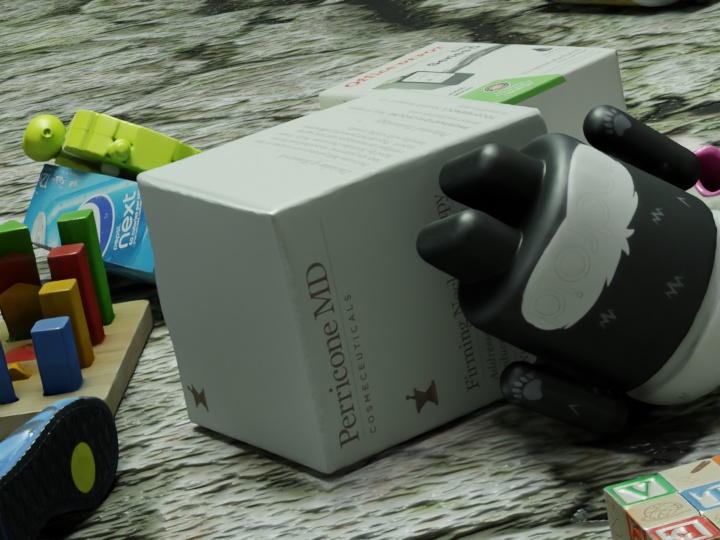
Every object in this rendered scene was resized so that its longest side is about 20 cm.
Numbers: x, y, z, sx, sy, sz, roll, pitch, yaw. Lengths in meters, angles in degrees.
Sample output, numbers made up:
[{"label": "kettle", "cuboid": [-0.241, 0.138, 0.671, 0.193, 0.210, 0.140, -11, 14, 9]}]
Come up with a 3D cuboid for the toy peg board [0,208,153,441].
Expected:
[{"label": "toy peg board", "cuboid": [-0.258, 0.037, 1.747, 0.199, 0.098, 0.199, -9, 17, 7]}]

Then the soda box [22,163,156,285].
[{"label": "soda box", "cuboid": [-0.169, -0.029, 1.917, 0.068, 0.064, 0.200, 23, -7, -36]}]

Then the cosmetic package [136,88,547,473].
[{"label": "cosmetic package", "cuboid": [0.000, 0.000, 1.586, 0.200, 0.168, 0.166, -22, 20, -29]}]

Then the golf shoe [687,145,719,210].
[{"label": "golf shoe", "cuboid": [0.276, -0.032, 1.646, 0.199, 0.092, 0.075, 6, 22, 40]}]

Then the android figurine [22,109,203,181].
[{"label": "android figurine", "cuboid": [-0.169, -0.078, 1.989, 0.181, 0.041, 0.200, 21, -6, -11]}]

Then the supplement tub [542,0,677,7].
[{"label": "supplement tub", "cuboid": [0.248, -0.326, 2.504, 0.144, 0.145, 0.200, -25, 22, -38]}]

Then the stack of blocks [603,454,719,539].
[{"label": "stack of blocks", "cuboid": [0.223, 0.115, 1.264, 0.199, 0.059, 0.115, -15, 17, -11]}]

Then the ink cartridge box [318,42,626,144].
[{"label": "ink cartridge box", "cuboid": [0.088, -0.119, 2.045, 0.200, 0.084, 0.145, 7, 25, 45]}]

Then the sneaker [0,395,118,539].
[{"label": "sneaker", "cuboid": [-0.207, 0.125, 1.494, 0.078, 0.066, 0.200, -7, 17, 25]}]

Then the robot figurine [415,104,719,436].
[{"label": "robot figurine", "cuboid": [0.134, -0.001, 1.489, 0.199, 0.151, 0.125, 24, 23, -18]}]
